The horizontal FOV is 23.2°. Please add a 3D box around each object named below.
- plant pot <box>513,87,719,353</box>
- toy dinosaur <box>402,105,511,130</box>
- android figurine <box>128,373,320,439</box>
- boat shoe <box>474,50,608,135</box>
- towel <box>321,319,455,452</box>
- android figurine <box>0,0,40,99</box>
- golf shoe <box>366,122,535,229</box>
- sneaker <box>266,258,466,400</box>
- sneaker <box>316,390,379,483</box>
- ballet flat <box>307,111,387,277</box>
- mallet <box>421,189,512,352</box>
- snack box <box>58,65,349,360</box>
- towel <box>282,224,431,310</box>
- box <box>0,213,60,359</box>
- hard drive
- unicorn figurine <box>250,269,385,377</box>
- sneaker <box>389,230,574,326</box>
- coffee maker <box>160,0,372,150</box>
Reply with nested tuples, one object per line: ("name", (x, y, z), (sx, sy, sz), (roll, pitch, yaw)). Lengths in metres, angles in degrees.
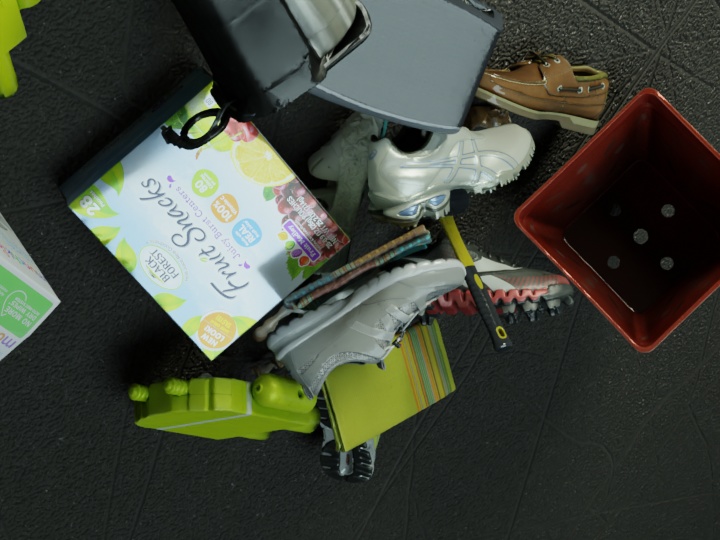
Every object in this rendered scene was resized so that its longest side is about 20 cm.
("plant pot", (0.303, -0.046, 1.871), (0.200, 0.200, 0.176), (-44, 172, 3))
("toy dinosaur", (0.067, -0.139, 1.715), (0.200, 0.060, 0.106), (1, 104, -49))
("android figurine", (-0.136, 0.132, 1.704), (0.182, 0.041, 0.200), (-13, 160, 38))
("boat shoe", (0.174, -0.188, 1.744), (0.200, 0.072, 0.068), (5, 110, -51))
("towel", (0.028, 0.114, 1.796), (0.200, 0.018, 0.086), (-24, 101, -50))
("android figurine", (-0.311, -0.194, 1.306), (0.182, 0.041, 0.200), (-47, 147, -34))
("golf shoe", (0.087, -0.116, 1.649), (0.200, 0.078, 0.097), (-28, 115, -37))
("sneaker", (0.015, 0.052, 1.656), (0.200, 0.082, 0.075), (-27, 178, -4))
("sneaker", (-0.007, 0.135, 1.883), (0.078, 0.090, 0.200), (14, 135, 4))
("ballet flat", (-0.025, -0.076, 1.680), (0.072, 0.072, 0.200), (-9, 130, -34))
("mallet", (0.096, -0.008, 1.745), (0.066, 0.200, 0.041), (-1, 149, -27))
("snack box", (-0.137, -0.049, 1.546), (0.169, 0.068, 0.200), (-40, 114, -1))
("towel", (0.000, 0.000, 1.609), (0.146, 0.022, 0.200), (-29, 179, 1))
("box", (-0.354, -0.037, 1.344), (0.097, 0.177, 0.200), (-43, 141, 1))
("hard drive", (0.023, -0.200, 1.550), (0.200, 0.042, 0.135), (17, 104, -23))
("unicorn figurine", (-0.041, 0.055, 1.760), (0.137, 0.074, 0.200), (-36, 179, -20))
("sneaker", (0.120, 0.005, 1.805), (0.200, 0.098, 0.071), (0, 164, 11))
("coffee maker", (-0.110, -0.225, 1.383), (0.192, 0.135, 0.200), (-53, 133, -22))
